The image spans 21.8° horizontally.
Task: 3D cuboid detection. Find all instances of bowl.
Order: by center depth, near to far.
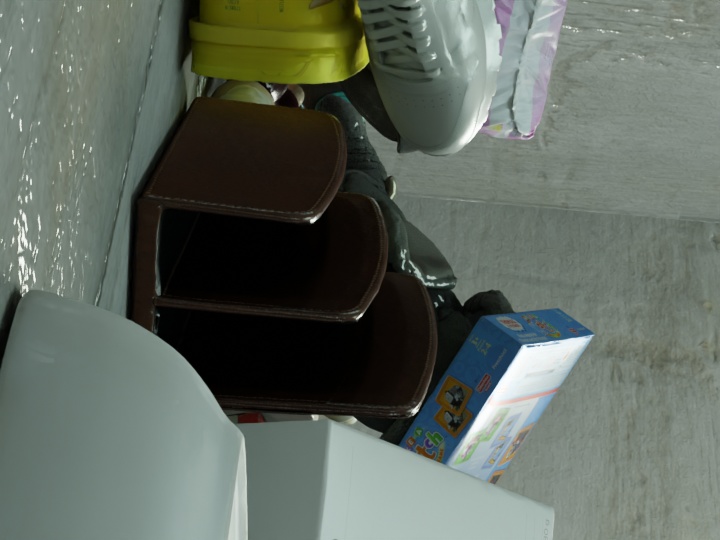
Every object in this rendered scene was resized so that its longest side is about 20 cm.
[{"bbox_3d":[-0.080,0.129,0.608,0.200,0.075,0.200,97,0,-60],"label":"bowl"}]

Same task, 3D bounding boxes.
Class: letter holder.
[{"bbox_3d":[-0.029,-0.010,0.928,0.200,0.142,0.101,-82,177,-72],"label":"letter holder"}]

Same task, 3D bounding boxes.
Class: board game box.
[{"bbox_3d":[0.061,0.116,1.180,0.200,0.037,0.151,-59,161,13],"label":"board game box"}]

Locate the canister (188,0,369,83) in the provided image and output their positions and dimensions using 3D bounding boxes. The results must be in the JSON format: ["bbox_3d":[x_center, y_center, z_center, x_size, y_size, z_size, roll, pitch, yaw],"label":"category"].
[{"bbox_3d":[-0.037,-0.208,0.990,0.149,0.086,0.200,-55,149,-75],"label":"canister"}]

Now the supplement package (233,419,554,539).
[{"bbox_3d":[-0.009,0.153,0.901,0.200,0.120,0.121,26,65,-50],"label":"supplement package"}]

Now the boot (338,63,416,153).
[{"bbox_3d":[-0.001,-0.191,1.148,0.174,0.069,0.200,100,-26,-51],"label":"boot"}]

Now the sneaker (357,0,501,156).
[{"bbox_3d":[0.023,-0.143,0.950,0.081,0.076,0.200,-52,142,-51],"label":"sneaker"}]

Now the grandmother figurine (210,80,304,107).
[{"bbox_3d":[-0.061,-0.139,1.140,0.200,0.061,0.121,-81,149,-41],"label":"grandmother figurine"}]

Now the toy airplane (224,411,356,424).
[{"bbox_3d":[-0.039,0.145,1.270,0.199,0.141,0.200,-69,164,-85],"label":"toy airplane"}]

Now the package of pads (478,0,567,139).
[{"bbox_3d":[0.046,-0.170,1.226,0.200,0.076,0.121,29,-69,46],"label":"package of pads"}]

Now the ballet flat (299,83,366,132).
[{"bbox_3d":[-0.032,-0.148,1.381,0.074,0.074,0.200,-84,176,-63],"label":"ballet flat"}]

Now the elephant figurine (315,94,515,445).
[{"bbox_3d":[0.000,0.000,1.217,0.200,0.141,0.155,59,-15,-13],"label":"elephant figurine"}]
